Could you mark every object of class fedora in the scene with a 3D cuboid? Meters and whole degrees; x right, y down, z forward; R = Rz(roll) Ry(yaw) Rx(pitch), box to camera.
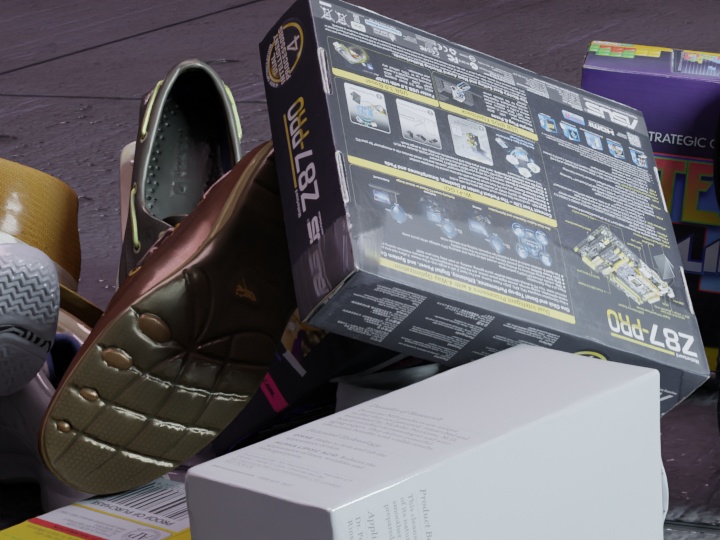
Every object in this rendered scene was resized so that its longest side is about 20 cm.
[{"bbox_3d":[-0.219,-0.021,1.349,0.200,0.082,0.201,19,-14,5],"label":"fedora"}]

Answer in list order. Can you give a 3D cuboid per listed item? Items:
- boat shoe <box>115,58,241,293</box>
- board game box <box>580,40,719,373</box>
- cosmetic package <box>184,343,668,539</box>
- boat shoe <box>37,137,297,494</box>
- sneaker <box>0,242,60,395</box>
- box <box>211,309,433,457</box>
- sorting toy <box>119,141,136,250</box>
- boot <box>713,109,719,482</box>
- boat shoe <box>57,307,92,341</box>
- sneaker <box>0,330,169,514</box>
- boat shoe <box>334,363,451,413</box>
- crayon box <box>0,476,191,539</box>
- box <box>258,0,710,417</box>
[{"bbox_3d":[-0.099,-0.022,1.282,0.072,0.202,0.060,3,-23,-10],"label":"boat shoe"},{"bbox_3d":[0.211,-0.028,1.219,0.200,0.166,0.057,7,22,9],"label":"board game box"},{"bbox_3d":[0.032,0.108,0.891,0.081,0.113,0.200,9,17,41],"label":"cosmetic package"},{"bbox_3d":[-0.075,0.020,1.028,0.200,0.072,0.068,-52,20,-19],"label":"boat shoe"},{"bbox_3d":[-0.213,0.019,1.115,0.075,0.115,0.200,12,-40,-32],"label":"sneaker"},{"bbox_3d":[0.000,0.000,1.151,0.122,0.106,0.200,-14,-15,-43],"label":"box"},{"bbox_3d":[-0.056,-0.015,1.440,0.180,0.107,0.200,-1,13,-10],"label":"sorting toy"},{"bbox_3d":[0.203,0.005,1.104,0.073,0.199,0.162,-3,7,16],"label":"boot"},{"bbox_3d":[-0.204,0.054,1.279,0.200,0.072,0.065,10,59,42],"label":"boat shoe"},{"bbox_3d":[-0.160,0.068,1.148,0.074,0.087,0.200,-16,18,-38],"label":"sneaker"},{"bbox_3d":[0.072,0.065,1.143,0.200,0.067,0.073,-15,18,-39],"label":"boat shoe"},{"bbox_3d":[-0.116,0.142,0.913,0.127,0.051,0.200,9,18,43],"label":"crayon box"},{"bbox_3d":[0.056,-0.028,1.024,0.200,0.049,0.161,16,45,-32],"label":"box"}]
